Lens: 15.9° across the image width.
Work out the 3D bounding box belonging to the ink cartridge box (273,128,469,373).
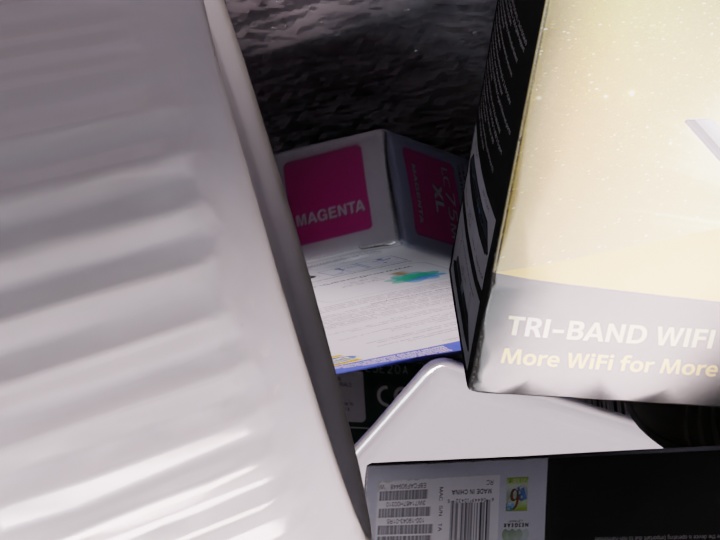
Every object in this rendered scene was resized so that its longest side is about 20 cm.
[{"bbox_3d":[0.000,0.000,0.800,0.119,0.042,0.200,-13,166,24],"label":"ink cartridge box"}]

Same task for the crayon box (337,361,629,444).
[{"bbox_3d":[0.012,0.088,1.047,0.200,0.058,0.173,4,160,-24],"label":"crayon box"}]

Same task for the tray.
[{"bbox_3d":[0.070,0.084,0.955,0.200,0.022,0.107,19,126,-35],"label":"tray"}]

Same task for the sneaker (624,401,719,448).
[{"bbox_3d":[0.167,0.006,0.704,0.200,0.066,0.091,-9,154,10],"label":"sneaker"}]

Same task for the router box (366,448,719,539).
[{"bbox_3d":[0.124,0.079,0.659,0.200,0.052,0.157,-7,166,42],"label":"router box"}]

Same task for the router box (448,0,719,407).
[{"bbox_3d":[0.130,-0.042,0.582,0.200,0.052,0.157,3,125,-7],"label":"router box"}]

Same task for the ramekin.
[{"bbox_3d":[-0.063,0.004,0.615,0.094,0.202,0.202,-16,160,2],"label":"ramekin"}]
